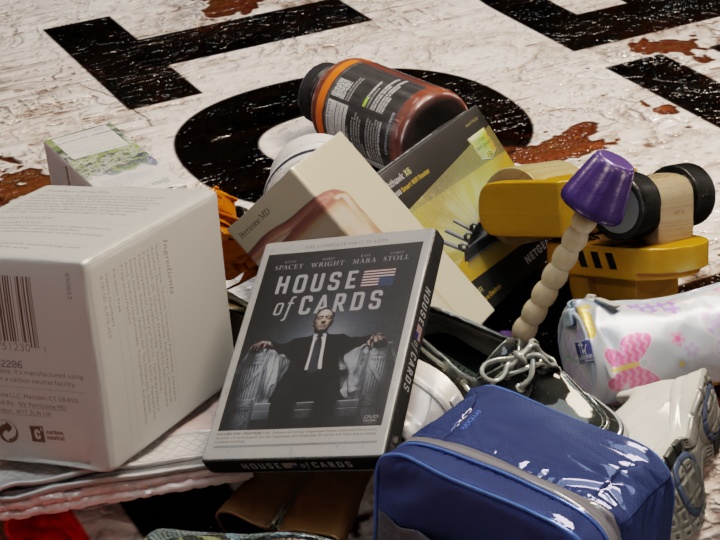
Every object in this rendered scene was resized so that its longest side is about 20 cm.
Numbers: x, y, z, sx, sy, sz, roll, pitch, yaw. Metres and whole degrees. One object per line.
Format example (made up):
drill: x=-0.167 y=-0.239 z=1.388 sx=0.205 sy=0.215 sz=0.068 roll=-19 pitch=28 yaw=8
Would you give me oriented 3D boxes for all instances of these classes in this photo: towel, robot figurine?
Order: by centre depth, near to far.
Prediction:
towel: x=-0.192 y=0.134 z=1.360 sx=0.200 sy=0.032 sz=0.191 roll=-8 pitch=16 yaw=-10
robot figurine: x=-0.157 y=-0.011 z=1.536 sx=0.145 sy=0.058 sz=0.200 roll=17 pitch=-33 yaw=-42

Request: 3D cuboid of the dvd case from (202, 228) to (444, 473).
dvd case: x=-0.025 y=0.059 z=1.289 sx=0.150 sy=0.025 sz=0.200 roll=-5 pitch=53 yaw=26

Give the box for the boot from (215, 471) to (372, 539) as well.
boot: x=0.011 y=0.140 z=1.319 sx=0.188 sy=0.069 sz=0.200 roll=7 pitch=30 yaw=19

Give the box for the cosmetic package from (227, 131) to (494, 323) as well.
cosmetic package: x=0.000 y=0.000 z=1.437 sx=0.200 sy=0.103 sz=0.087 roll=48 pitch=40 yaw=1

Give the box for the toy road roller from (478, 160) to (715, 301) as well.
toy road roller: x=0.209 y=-0.019 z=1.523 sx=0.200 sy=0.146 sz=0.123 roll=6 pitch=11 yaw=41

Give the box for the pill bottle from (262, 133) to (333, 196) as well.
pill bottle: x=-0.034 y=-0.049 z=1.639 sx=0.116 sy=0.116 sz=0.200 roll=-5 pitch=27 yaw=-4

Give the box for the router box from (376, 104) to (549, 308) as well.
router box: x=0.083 y=-0.041 z=1.567 sx=0.052 sy=0.157 sz=0.200 roll=-29 pitch=7 yaw=42

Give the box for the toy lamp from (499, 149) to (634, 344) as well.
toy lamp: x=0.166 y=-0.007 z=1.438 sx=0.058 sy=0.200 sz=0.058 roll=22 pitch=21 yaw=-9

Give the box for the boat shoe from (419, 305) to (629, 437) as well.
boat shoe: x=0.113 y=0.081 z=1.292 sx=0.074 sy=0.068 sz=0.199 roll=-36 pitch=49 yaw=-28

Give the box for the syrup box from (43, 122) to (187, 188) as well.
syrup box: x=-0.245 y=-0.076 z=1.752 sx=0.079 sy=0.082 sz=0.200 roll=-19 pitch=31 yaw=-24

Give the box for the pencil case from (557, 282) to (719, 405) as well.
pencil case: x=0.263 y=0.056 z=1.429 sx=0.200 sy=0.091 sz=0.083 roll=-8 pitch=-16 yaw=-11

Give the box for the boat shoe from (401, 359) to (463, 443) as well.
boat shoe: x=-0.010 y=0.092 z=1.314 sx=0.200 sy=0.072 sz=0.069 roll=26 pitch=53 yaw=38

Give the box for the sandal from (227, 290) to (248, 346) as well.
sandal: x=-0.123 y=0.058 z=1.465 sx=0.200 sy=0.080 sz=0.054 roll=14 pitch=17 yaw=35

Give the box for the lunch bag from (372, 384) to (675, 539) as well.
lunch bag: x=0.108 y=0.181 z=1.155 sx=0.200 sy=0.136 sz=0.132 roll=19 pitch=35 yaw=35

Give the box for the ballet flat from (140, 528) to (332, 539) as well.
ballet flat: x=-0.072 y=0.208 z=1.206 sx=0.200 sy=0.074 sz=0.074 roll=4 pitch=28 yaw=8

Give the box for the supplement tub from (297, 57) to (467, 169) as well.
supplement tub: x=0.019 y=-0.168 z=1.872 sx=0.107 sy=0.107 sz=0.200 roll=-22 pitch=33 yaw=-32

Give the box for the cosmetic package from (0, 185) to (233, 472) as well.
cosmetic package: x=-0.219 y=0.037 z=1.346 sx=0.167 sy=0.167 sz=0.200 roll=3 pitch=19 yaw=25

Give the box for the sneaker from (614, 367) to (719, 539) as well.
sneaker: x=0.217 y=0.145 z=1.303 sx=0.087 sy=0.075 sz=0.200 roll=-9 pitch=19 yaw=25
